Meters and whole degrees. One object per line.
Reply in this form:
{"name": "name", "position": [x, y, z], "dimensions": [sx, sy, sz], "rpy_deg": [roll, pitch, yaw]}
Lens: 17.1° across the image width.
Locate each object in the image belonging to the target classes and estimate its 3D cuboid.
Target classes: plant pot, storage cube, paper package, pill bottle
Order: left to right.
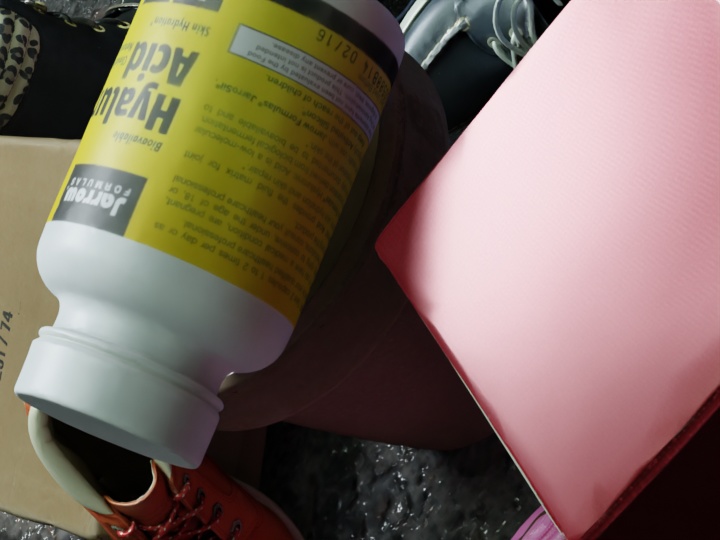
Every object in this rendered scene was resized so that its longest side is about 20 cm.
{"name": "paper package", "position": [-0.132, 0.036, 1.264], "dimensions": [0.190, 0.103, 0.201], "rpy_deg": [8, 90, 51]}
{"name": "pill bottle", "position": [-0.065, -0.026, 0.981], "dimensions": [0.111, 0.111, 0.201], "rpy_deg": [8, 73, 50]}
{"name": "plant pot", "position": [0.000, 0.000, 1.121], "dimensions": [0.200, 0.174, 0.201], "rpy_deg": [-28, 48, 36]}
{"name": "storage cube", "position": [0.146, -0.001, 0.933], "dimensions": [0.180, 0.170, 0.200], "rpy_deg": [-51, 49, 19]}

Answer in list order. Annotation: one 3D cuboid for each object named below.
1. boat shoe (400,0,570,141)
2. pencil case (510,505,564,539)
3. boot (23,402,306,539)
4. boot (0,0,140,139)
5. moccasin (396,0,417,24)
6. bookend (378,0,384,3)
{"name": "boat shoe", "position": [0.090, -0.128, 1.186], "dimensions": [0.200, 0.075, 0.062], "rpy_deg": [-40, 37, 5]}
{"name": "pencil case", "position": [0.064, 0.152, 1.018], "dimensions": [0.200, 0.093, 0.091], "rpy_deg": [-49, 39, 13]}
{"name": "boot", "position": [-0.087, 0.119, 1.120], "dimensions": [0.075, 0.200, 0.107], "rpy_deg": [-42, 9, 1]}
{"name": "boot", "position": [-0.161, -0.141, 1.410], "dimensions": [0.073, 0.153, 0.205], "rpy_deg": [-16, 56, 42]}
{"name": "moccasin", "position": [-0.005, -0.087, 1.268], "dimensions": [0.200, 0.068, 0.081], "rpy_deg": [-46, 40, 18]}
{"name": "bookend", "position": [0.090, -0.239, 1.221], "dimensions": [0.199, 0.199, 0.093], "rpy_deg": [-5, 51, -5]}
